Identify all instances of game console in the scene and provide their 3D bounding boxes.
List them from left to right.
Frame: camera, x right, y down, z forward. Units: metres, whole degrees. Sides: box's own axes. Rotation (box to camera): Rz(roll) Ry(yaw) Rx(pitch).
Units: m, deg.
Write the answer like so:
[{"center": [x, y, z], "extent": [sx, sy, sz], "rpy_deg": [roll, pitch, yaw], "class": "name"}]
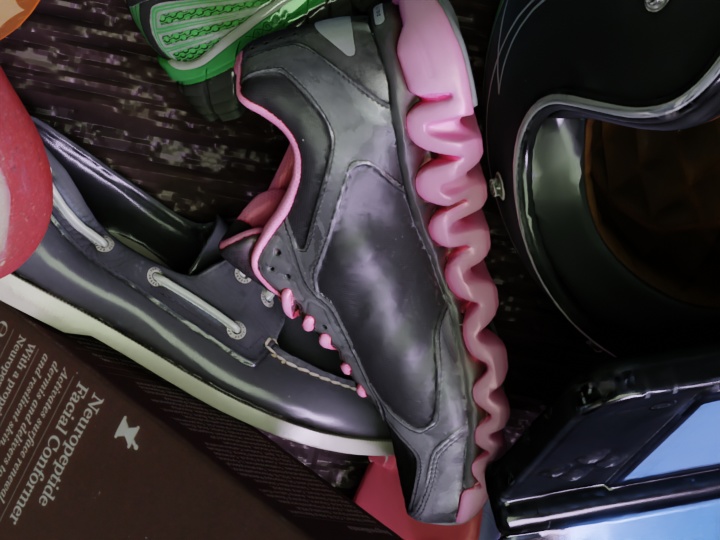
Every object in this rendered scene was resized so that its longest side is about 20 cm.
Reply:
[{"center": [0.155, 0.095, 0.857], "extent": [0.200, 0.176, 0.117], "rpy_deg": [-9, 71, -16], "class": "game console"}]

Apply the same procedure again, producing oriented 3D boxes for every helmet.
[{"center": [0.136, -0.066, 0.873], "extent": [0.200, 0.191, 0.200], "rpy_deg": [10, 69, -29], "class": "helmet"}]

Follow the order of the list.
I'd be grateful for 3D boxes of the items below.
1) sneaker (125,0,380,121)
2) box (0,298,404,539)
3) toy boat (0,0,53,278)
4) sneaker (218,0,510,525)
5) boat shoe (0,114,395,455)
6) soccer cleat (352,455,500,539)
[{"center": [-0.001, -0.142, 0.883], "extent": [0.200, 0.078, 0.085], "rpy_deg": [-39, 109, 4], "class": "sneaker"}, {"center": [-0.067, 0.102, 0.883], "extent": [0.075, 0.200, 0.100], "rpy_deg": [15, 105, -55], "class": "box"}, {"center": [-0.159, -0.090, 0.856], "extent": [0.131, 0.130, 0.200], "rpy_deg": [-24, 93, -45], "class": "toy boat"}, {"center": [0.000, 0.000, 0.882], "extent": [0.095, 0.079, 0.200], "rpy_deg": [-10, 111, -4], "class": "sneaker"}, {"center": [-0.055, 0.007, 0.924], "extent": [0.200, 0.073, 0.063], "rpy_deg": [25, 103, -13], "class": "boat shoe"}, {"center": [0.029, 0.147, 0.997], "extent": [0.076, 0.067, 0.200], "rpy_deg": [-1, 102, -49], "class": "soccer cleat"}]
